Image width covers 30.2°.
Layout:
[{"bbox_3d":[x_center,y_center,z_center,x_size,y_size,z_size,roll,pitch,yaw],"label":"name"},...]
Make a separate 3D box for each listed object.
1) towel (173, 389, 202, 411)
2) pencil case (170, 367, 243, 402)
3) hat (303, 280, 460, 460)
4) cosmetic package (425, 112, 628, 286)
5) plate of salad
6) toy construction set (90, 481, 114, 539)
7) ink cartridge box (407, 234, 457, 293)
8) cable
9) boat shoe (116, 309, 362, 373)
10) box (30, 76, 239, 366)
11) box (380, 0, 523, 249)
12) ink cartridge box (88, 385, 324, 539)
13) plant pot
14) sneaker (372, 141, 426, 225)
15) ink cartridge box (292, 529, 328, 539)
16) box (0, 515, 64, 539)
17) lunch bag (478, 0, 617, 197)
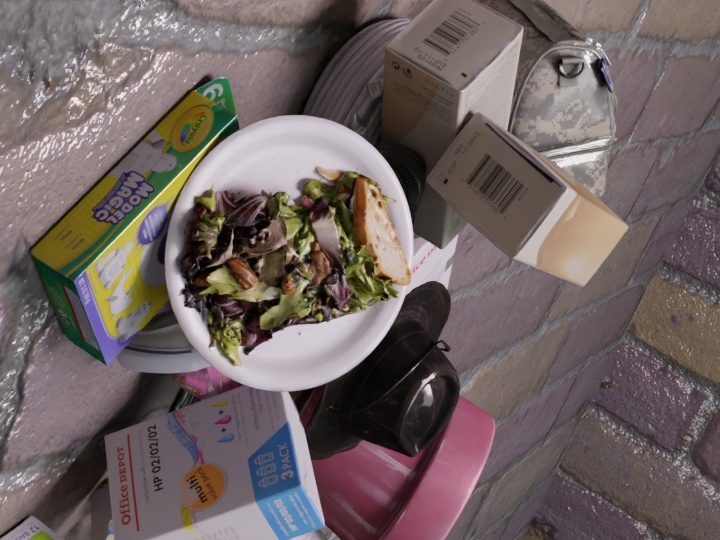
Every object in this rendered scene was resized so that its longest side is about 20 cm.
[{"bbox_3d":[-0.104,0.099,1.279,0.151,0.030,0.199,-63,160,10],"label":"towel"},{"bbox_3d":[-0.093,0.017,1.121,0.202,0.086,0.083,-64,-164,12],"label":"pencil case"},{"bbox_3d":[0.037,0.111,1.166,0.200,0.081,0.201,-43,159,-21],"label":"hat"},{"bbox_3d":[0.143,-0.054,1.106,0.071,0.105,0.199,-51,158,11],"label":"cosmetic package"},{"bbox_3d":[-0.044,-0.010,0.965,0.197,0.048,0.204,-5,101,-26],"label":"plate of salad"},{"bbox_3d":[-0.153,0.220,1.219,0.131,0.093,0.200,-39,162,6],"label":"toy construction set"},{"bbox_3d":[0.027,0.016,1.397,0.147,0.082,0.202,-45,156,-36],"label":"ink cartridge box"},{"bbox_3d":[0.016,-0.126,1.198,0.200,0.069,0.202,-39,153,-44],"label":"cable"},{"bbox_3d":[-0.099,0.020,1.028,0.075,0.199,0.087,-87,167,-66],"label":"boat shoe"},{"bbox_3d":[-0.144,-0.039,0.971,0.201,0.048,0.118,-52,158,-25],"label":"box"},{"bbox_3d":[0.072,-0.122,1.116,0.095,0.077,0.201,-46,157,-30],"label":"box"},{"bbox_3d":[-0.139,0.177,1.083,0.197,0.116,0.068,-20,137,4],"label":"ink cartridge box"},{"bbox_3d":[0.010,0.185,1.336,0.201,0.178,0.200,-56,-175,8],"label":"plant pot"},{"bbox_3d":[0.000,0.000,1.115,0.201,0.075,0.115,108,5,-47],"label":"sneaker"},{"bbox_3d":[-0.071,0.314,1.349,0.145,0.201,0.048,-39,180,45],"label":"ink cartridge box"},{"bbox_3d":[-0.226,0.304,1.026,0.112,0.199,0.102,-33,148,-49],"label":"box"},{"bbox_3d":[0.157,-0.173,1.271,0.137,0.201,0.170,-10,126,-14],"label":"lunch bag"}]
